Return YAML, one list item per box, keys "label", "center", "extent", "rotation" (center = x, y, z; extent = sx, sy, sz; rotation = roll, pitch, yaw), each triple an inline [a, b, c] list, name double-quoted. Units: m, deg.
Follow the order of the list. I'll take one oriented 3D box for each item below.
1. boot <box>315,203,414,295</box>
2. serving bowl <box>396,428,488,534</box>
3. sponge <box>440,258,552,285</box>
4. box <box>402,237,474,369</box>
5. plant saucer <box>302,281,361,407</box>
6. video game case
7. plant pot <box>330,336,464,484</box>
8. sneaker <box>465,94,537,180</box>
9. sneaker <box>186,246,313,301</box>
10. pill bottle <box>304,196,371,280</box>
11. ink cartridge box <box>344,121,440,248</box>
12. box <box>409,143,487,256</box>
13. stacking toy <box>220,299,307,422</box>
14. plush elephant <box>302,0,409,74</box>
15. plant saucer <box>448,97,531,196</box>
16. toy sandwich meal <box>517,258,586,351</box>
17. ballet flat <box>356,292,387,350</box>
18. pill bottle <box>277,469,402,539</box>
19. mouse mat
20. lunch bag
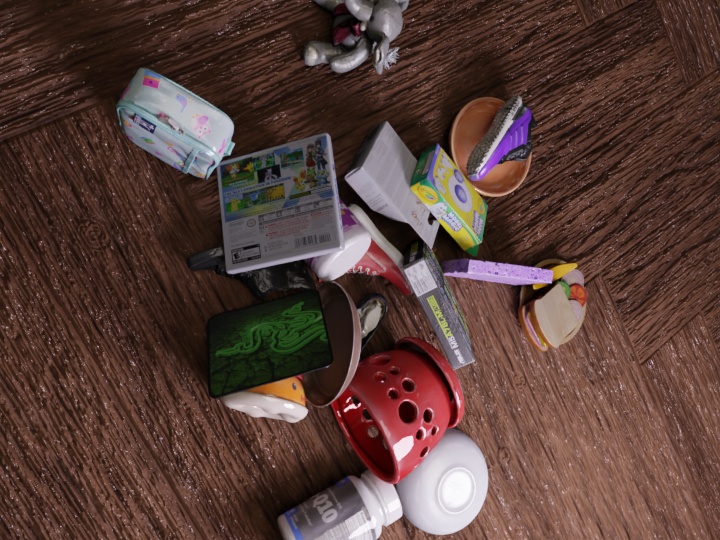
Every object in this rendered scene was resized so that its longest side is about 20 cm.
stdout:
- label: "boot"
  center: [0.000, 0.000, 0.960]
  extent: [0.200, 0.072, 0.144]
  rotation: [46, 74, -6]
- label: "serving bowl"
  center: [0.170, 0.414, 1.018]
  extent: [0.197, 0.066, 0.204]
  rotation: [0, 89, -21]
- label: "sponge"
  center: [0.268, 0.004, 1.043]
  extent: [0.197, 0.111, 0.030]
  rotation: [8, 84, -21]
- label: "box"
  center: [0.141, 0.050, 0.954]
  extent: [0.047, 0.193, 0.202]
  rotation: [-26, 100, 11]
- label: "plant saucer"
  center: [-0.051, 0.120, 0.867]
  extent: [0.032, 0.199, 0.204]
  rotation: [9, 85, -31]
- label: "video game case"
  center: [-0.129, -0.103, 0.823]
  extent: [0.197, 0.022, 0.186]
  rotation: [-11, 80, 16]
- label: "plant pot"
  center: [0.068, 0.232, 0.913]
  extent: [0.181, 0.200, 0.203]
  rotation: [-26, 98, -26]
- label: "sneaker"
  center: [0.292, -0.244, 1.044]
  extent: [0.099, 0.069, 0.201]
  rotation: [39, 76, -18]
- label: "sneaker"
  center: [-0.183, 0.005, 0.889]
  extent: [0.197, 0.060, 0.106]
  rotation: [-14, 90, -25]
- label: "pill bottle"
  center: [-0.082, -0.091, 0.877]
  extent: [0.112, 0.113, 0.201]
  rotation: [-35, 74, -18]
- label: "ink cartridge box"
  center: [0.071, -0.152, 0.970]
  extent: [0.201, 0.057, 0.164]
  rotation: [50, 41, -24]
- label: "box"
  center: [0.182, -0.131, 1.012]
  extent: [0.200, 0.048, 0.118]
  rotation: [45, 43, -25]
- label: "stacking toy"
  center: [-0.143, 0.140, 0.881]
  extent: [0.144, 0.146, 0.203]
  rotation: [19, 66, -20]
- label: "plush elephant"
  center: [0.007, -0.435, 0.926]
  extent: [0.197, 0.154, 0.168]
  rotation: [17, 83, -20]
- label: "plant saucer"
  center: [0.264, -0.253, 1.089]
  extent: [0.197, 0.037, 0.204]
  rotation: [1, 88, -21]
- label: "toy sandwich meal"
  center: [0.421, 0.071, 1.125]
  extent: [0.202, 0.070, 0.209]
  rotation: [1, 88, -22]
- label: "ballet flat"
  center: [-0.015, 0.122, 0.949]
  extent: [0.073, 0.073, 0.201]
  rotation: [43, 74, -15]
- label: "pill bottle"
  center: [-0.034, 0.430, 0.909]
  extent: [0.198, 0.113, 0.115]
  rotation: [-23, 97, -21]
- label: "mouse mat"
  center: [-0.150, 0.111, 0.842]
  extent: [0.197, 0.162, 0.008]
  rotation: [-14, 138, -4]
- label: "lunch bag"
  center: [-0.272, -0.207, 0.784]
  extent: [0.159, 0.199, 0.078]
  rotation: [32, 79, -20]
